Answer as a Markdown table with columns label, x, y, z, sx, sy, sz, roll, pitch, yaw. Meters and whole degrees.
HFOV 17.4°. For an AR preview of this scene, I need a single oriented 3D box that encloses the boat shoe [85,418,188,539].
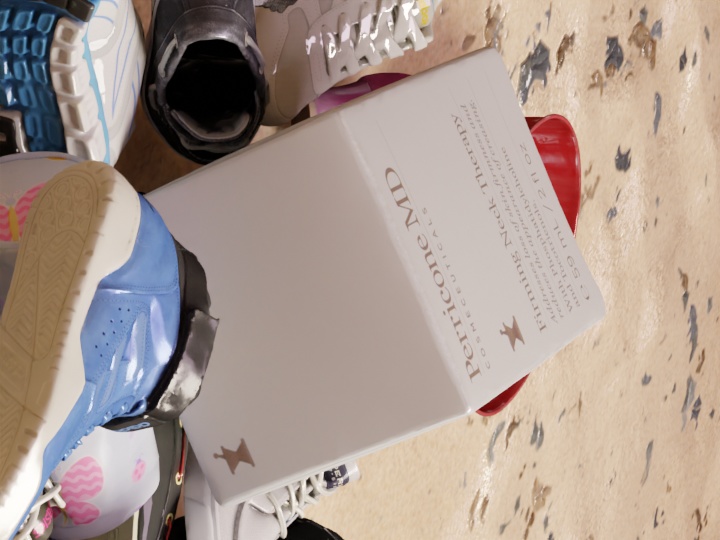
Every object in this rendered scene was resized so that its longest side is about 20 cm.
| label | x | y | z | sx | sy | sz | roll | pitch | yaw |
| --- | --- | --- | --- | --- | --- | --- | --- | --- | --- |
| boat shoe | -0.138 | 0.159 | 1.302 | 0.063 | 0.073 | 0.203 | 9 | 91 | -59 |

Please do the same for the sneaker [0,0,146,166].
| label | x | y | z | sx | sy | sz | roll | pitch | yaw |
| --- | --- | --- | --- | --- | --- | --- | --- | --- | --- |
| sneaker | -0.142 | -0.131 | 1.169 | 0.087 | 0.074 | 0.201 | -52 | 154 | -48 |

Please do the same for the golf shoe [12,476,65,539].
| label | x | y | z | sx | sy | sz | roll | pitch | yaw |
| --- | --- | --- | --- | --- | --- | --- | --- | --- | --- |
| golf shoe | -0.179 | 0.086 | 1.128 | 0.077 | 0.088 | 0.201 | -52 | 162 | -30 |

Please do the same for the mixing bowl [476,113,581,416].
| label | x | y | z | sx | sy | sz | roll | pitch | yaw |
| --- | --- | --- | --- | --- | --- | --- | --- | --- | --- |
| mixing bowl | 0.060 | -0.016 | 1.540 | 0.200 | 0.108 | 0.201 | -48 | 146 | -48 |

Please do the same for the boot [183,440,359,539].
| label | x | y | z | sx | sy | sz | roll | pitch | yaw |
| --- | --- | --- | --- | --- | --- | --- | --- | --- | --- |
| boot | -0.048 | 0.118 | 1.341 | 0.074 | 0.095 | 0.201 | 83 | 5 | -50 |

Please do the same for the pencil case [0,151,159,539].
| label | x | y | z | sx | sy | sz | roll | pitch | yaw |
| --- | --- | --- | --- | --- | --- | --- | --- | --- | --- |
| pencil case | -0.155 | 0.039 | 1.186 | 0.083 | 0.090 | 0.201 | -42 | 141 | -39 |

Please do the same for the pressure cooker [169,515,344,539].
| label | x | y | z | sx | sy | sz | roll | pitch | yaw |
| --- | --- | --- | --- | --- | --- | --- | --- | --- | --- |
| pressure cooker | -0.056 | 0.259 | 1.397 | 0.176 | 0.177 | 0.201 | -60 | 148 | -32 |

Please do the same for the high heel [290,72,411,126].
| label | x | y | z | sx | sy | sz | roll | pitch | yaw |
| --- | --- | --- | --- | --- | --- | --- | --- | --- | --- |
| high heel | 0.005 | -0.022 | 1.462 | 0.095 | 0.067 | 0.202 | -6 | 101 | -25 |

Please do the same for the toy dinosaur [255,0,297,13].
| label | x | y | z | sx | sy | sz | roll | pitch | yaw |
| --- | --- | --- | --- | --- | --- | --- | --- | --- | --- |
| toy dinosaur | -0.036 | -0.214 | 1.292 | 0.201 | 0.088 | 0.048 | -62 | 150 | -25 |

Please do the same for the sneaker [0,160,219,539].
| label | x | y | z | sx | sy | sz | roll | pitch | yaw |
| --- | --- | --- | --- | --- | --- | --- | --- | --- | --- |
| sneaker | -0.126 | 0.062 | 1.070 | 0.111 | 0.076 | 0.201 | 44 | 54 | -43 |

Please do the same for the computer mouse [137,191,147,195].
| label | x | y | z | sx | sy | sz | roll | pitch | yaw |
| --- | --- | --- | --- | --- | --- | --- | --- | --- | --- |
| computer mouse | -0.082 | -0.013 | 1.356 | 0.200 | 0.044 | 0.111 | -28 | 126 | -55 |

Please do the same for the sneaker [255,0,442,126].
| label | x | y | z | sx | sy | sz | roll | pitch | yaw |
| --- | --- | --- | --- | --- | --- | --- | --- | --- | --- |
| sneaker | -0.005 | -0.153 | 1.391 | 0.200 | 0.080 | 0.077 | -50 | 146 | -37 |

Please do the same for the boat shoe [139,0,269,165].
| label | x | y | z | sx | sy | sz | roll | pitch | yaw |
| --- | --- | --- | --- | --- | --- | --- | --- | --- | --- |
| boat shoe | -0.078 | -0.094 | 1.229 | 0.200 | 0.071 | 0.068 | 104 | -19 | -65 |

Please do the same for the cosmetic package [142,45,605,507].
| label | x | y | z | sx | sy | sz | roll | pitch | yaw |
| --- | --- | --- | --- | --- | --- | --- | --- | --- | --- |
| cosmetic package | 0.000 | 0.000 | 1.256 | 0.200 | 0.166 | 0.168 | -29 | 96 | -60 |
